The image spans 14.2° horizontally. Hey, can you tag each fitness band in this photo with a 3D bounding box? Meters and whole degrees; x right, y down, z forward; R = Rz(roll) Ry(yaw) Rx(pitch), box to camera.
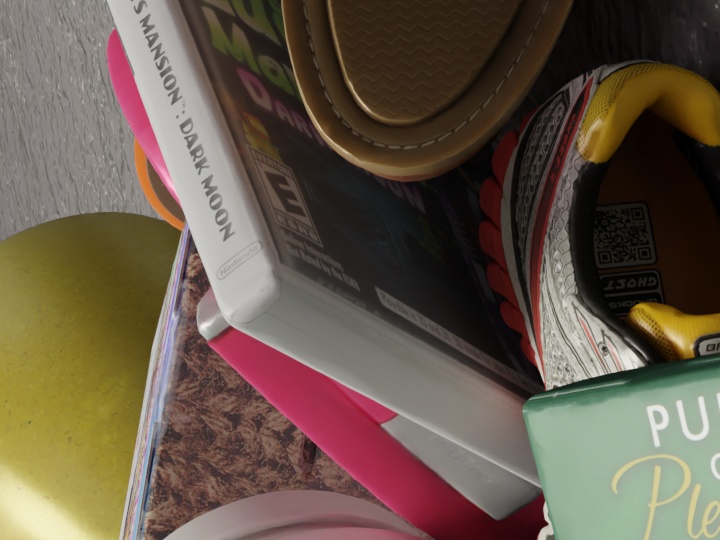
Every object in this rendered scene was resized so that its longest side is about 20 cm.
[{"bbox_3d":[0.000,0.000,0.830,0.200,0.037,0.144,44,-158,-28],"label":"fitness band"}]

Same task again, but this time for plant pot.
[{"bbox_3d":[-0.099,0.095,1.258,0.142,0.199,0.201,41,144,46],"label":"plant pot"}]

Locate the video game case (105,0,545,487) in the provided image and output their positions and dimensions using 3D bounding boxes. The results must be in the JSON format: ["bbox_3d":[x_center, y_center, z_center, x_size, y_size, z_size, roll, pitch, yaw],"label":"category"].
[{"bbox_3d":[0.003,-0.029,0.797,0.200,0.023,0.182,30,-150,-49],"label":"video game case"}]

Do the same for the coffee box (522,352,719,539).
[{"bbox_3d":[0.112,0.112,0.619,0.123,0.044,0.201,-16,88,48],"label":"coffee box"}]

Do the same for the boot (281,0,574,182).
[{"bbox_3d":[0.019,-0.075,0.755,0.156,0.076,0.201,91,179,-57],"label":"boot"}]

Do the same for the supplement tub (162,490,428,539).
[{"bbox_3d":[0.005,0.159,0.780,0.200,0.144,0.145,-129,28,-58],"label":"supplement tub"}]

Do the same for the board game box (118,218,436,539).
[{"bbox_3d":[-0.030,0.072,1.001,0.200,0.096,0.160,114,166,-69],"label":"board game box"}]

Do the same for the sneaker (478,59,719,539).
[{"bbox_3d":[0.079,0.043,0.706,0.082,0.078,0.201,128,127,-71],"label":"sneaker"}]

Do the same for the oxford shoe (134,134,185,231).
[{"bbox_3d":[-0.027,-0.107,0.995,0.071,0.073,0.200,30,128,10],"label":"oxford shoe"}]
